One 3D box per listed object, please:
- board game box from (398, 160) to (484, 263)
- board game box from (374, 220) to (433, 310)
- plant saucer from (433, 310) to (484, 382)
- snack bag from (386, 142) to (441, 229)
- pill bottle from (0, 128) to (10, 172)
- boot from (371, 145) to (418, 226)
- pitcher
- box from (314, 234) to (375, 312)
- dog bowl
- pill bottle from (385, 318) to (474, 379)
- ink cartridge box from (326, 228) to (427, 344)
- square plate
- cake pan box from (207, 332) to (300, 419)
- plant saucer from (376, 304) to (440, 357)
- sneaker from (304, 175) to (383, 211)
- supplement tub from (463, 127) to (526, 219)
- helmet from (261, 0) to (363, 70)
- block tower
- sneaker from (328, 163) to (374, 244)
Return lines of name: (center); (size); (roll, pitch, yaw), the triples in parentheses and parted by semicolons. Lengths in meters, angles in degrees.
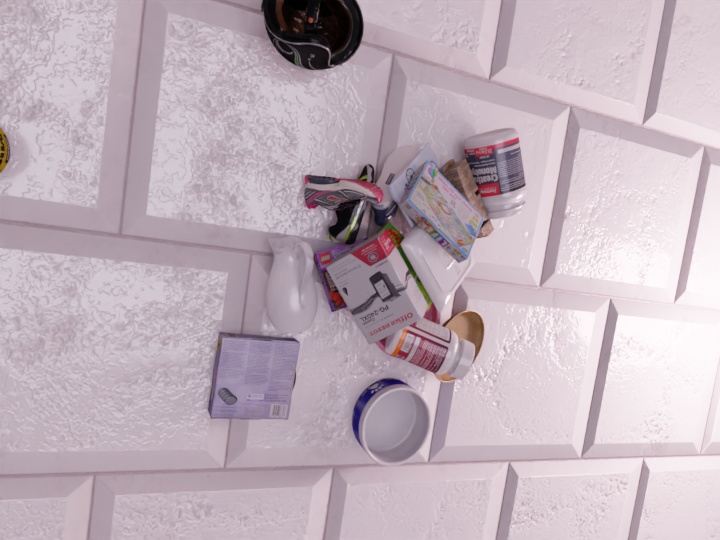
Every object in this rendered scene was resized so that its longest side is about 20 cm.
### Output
board game box: (0.189, -0.134, 1.328); (0.199, 0.034, 0.136); (41, 55, -15)
board game box: (0.100, -0.005, 1.355); (0.200, 0.047, 0.102); (45, 56, -8)
plant saucer: (0.247, 0.192, 1.514); (0.196, 0.035, 0.206); (-19, 121, -34)
snack bag: (0.155, -0.170, 1.373); (0.201, 0.021, 0.191); (-49, 117, -35)
pill bottle: (-0.672, -0.212, 0.993); (0.111, 0.199, 0.118); (-4, 100, -21)
boot: (0.081, -0.206, 1.397); (0.202, 0.071, 0.091); (-56, 158, -26)
pitcher: (-0.144, 0.033, 1.273); (0.118, 0.170, 0.207); (-6, 100, -27)
box: (0.000, 0.000, 1.374); (0.195, 0.039, 0.140); (-18, 80, -19)
dog bowl: (0.079, 0.383, 1.472); (0.194, 0.078, 0.207); (-4, 100, -22)
pill bottle: (0.165, 0.180, 1.377); (0.196, 0.110, 0.112); (23, 89, -5)
ink cartridge box: (0.039, 0.038, 1.273); (0.143, 0.083, 0.203); (-27, 98, 20)
square plate: (0.194, -0.041, 1.358); (0.200, 0.028, 0.201); (-48, 115, -36)
cake pan box: (-0.240, 0.244, 1.331); (0.195, 0.052, 0.190); (6, 97, -24)
plant saucer: (0.108, 0.115, 1.459); (0.195, 0.051, 0.207); (-4, 100, -23)
sneaker: (-0.037, -0.168, 1.296); (0.080, 0.195, 0.077); (-11, 108, -59)
supplement tub: (0.340, -0.243, 1.455); (0.137, 0.140, 0.206); (-18, 104, -19)
helmet: (-0.097, -0.514, 1.200); (0.194, 0.190, 0.207); (1, 93, 16)
block tower: (0.261, -0.172, 1.419); (0.054, 0.057, 0.203); (-40, 110, -37)
sneaker: (-0.024, -0.161, 1.348); (0.081, 0.072, 0.205); (18, 80, -2)
